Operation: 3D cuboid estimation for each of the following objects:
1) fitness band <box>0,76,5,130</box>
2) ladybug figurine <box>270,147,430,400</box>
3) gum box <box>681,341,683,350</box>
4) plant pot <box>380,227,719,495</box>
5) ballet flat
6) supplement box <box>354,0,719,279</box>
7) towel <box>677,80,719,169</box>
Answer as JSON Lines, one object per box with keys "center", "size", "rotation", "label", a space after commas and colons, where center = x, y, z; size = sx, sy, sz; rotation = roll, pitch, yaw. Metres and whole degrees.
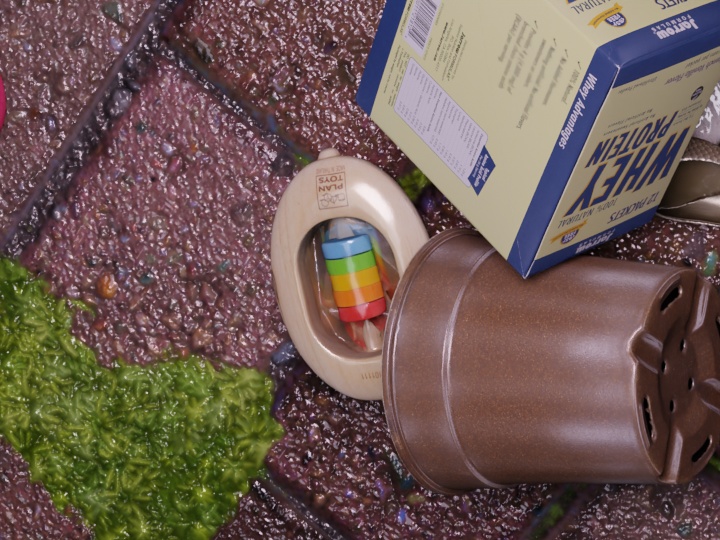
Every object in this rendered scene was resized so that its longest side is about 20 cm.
{"center": [-0.387, -0.126, 1.603], "size": [0.200, 0.037, 0.144], "rotation": [-42, 89, 23], "label": "fitness band"}
{"center": [0.000, 0.000, 1.497], "size": [0.134, 0.072, 0.202], "rotation": [-6, 102, 17], "label": "ladybug figurine"}
{"center": [0.331, 0.097, 1.423], "size": [0.113, 0.066, 0.201], "rotation": [-33, 92, 20], "label": "gum box"}
{"center": [0.150, 0.073, 1.372], "size": [0.197, 0.199, 0.203], "rotation": [3, 105, 37], "label": "plant pot"}
{"center": [0.270, -0.054, 1.398], "size": [0.198, 0.047, 0.068], "rotation": [12, 128, 4], "label": "ballet flat"}
{"center": [0.126, -0.145, 1.320], "size": [0.200, 0.133, 0.201], "rotation": [47, 140, 26], "label": "supplement box"}
{"center": [0.237, -0.188, 1.399], "size": [0.132, 0.034, 0.201], "rotation": [-29, 94, 22], "label": "towel"}
